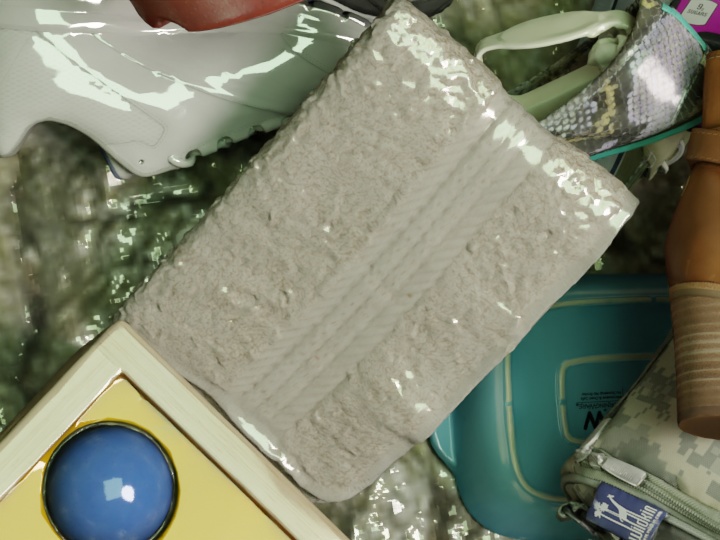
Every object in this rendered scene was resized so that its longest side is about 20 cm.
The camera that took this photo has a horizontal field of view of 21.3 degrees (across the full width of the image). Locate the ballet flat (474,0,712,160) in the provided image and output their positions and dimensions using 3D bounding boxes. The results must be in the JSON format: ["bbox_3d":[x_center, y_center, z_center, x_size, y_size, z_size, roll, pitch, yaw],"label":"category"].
[{"bbox_3d":[0.051,-0.061,0.806,0.200,0.072,0.072,-26,89,20],"label":"ballet flat"}]

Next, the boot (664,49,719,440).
[{"bbox_3d":[0.216,-0.010,0.723,0.199,0.077,0.156,2,73,17],"label":"boot"}]

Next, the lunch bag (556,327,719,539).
[{"bbox_3d":[0.197,0.072,0.804,0.167,0.139,0.200,36,71,10],"label":"lunch bag"}]

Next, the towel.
[{"bbox_3d":[0.000,0.000,0.785,0.132,0.034,0.200,40,112,-6],"label":"towel"}]

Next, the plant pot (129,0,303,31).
[{"bbox_3d":[-0.060,-0.208,0.707,0.200,0.201,0.196,-37,118,-18],"label":"plant pot"}]

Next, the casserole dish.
[{"bbox_3d":[0.129,0.059,0.870,0.199,0.039,0.122,-1,82,-16],"label":"casserole dish"}]

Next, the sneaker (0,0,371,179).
[{"bbox_3d":[-0.072,-0.081,0.823,0.199,0.075,0.088,4,93,-9],"label":"sneaker"}]

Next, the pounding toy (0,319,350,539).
[{"bbox_3d":[-0.098,0.155,0.732,0.184,0.142,0.200,44,72,-6],"label":"pounding toy"}]

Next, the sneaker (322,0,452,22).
[{"bbox_3d":[-0.030,-0.186,0.839,0.200,0.080,0.074,42,71,-9],"label":"sneaker"}]

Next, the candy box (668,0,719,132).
[{"bbox_3d":[0.233,-0.132,0.844,0.136,0.061,0.200,19,54,26],"label":"candy box"}]

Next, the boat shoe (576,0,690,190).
[{"bbox_3d":[0.125,-0.075,0.873,0.062,0.072,0.201,32,73,-16],"label":"boat shoe"}]
